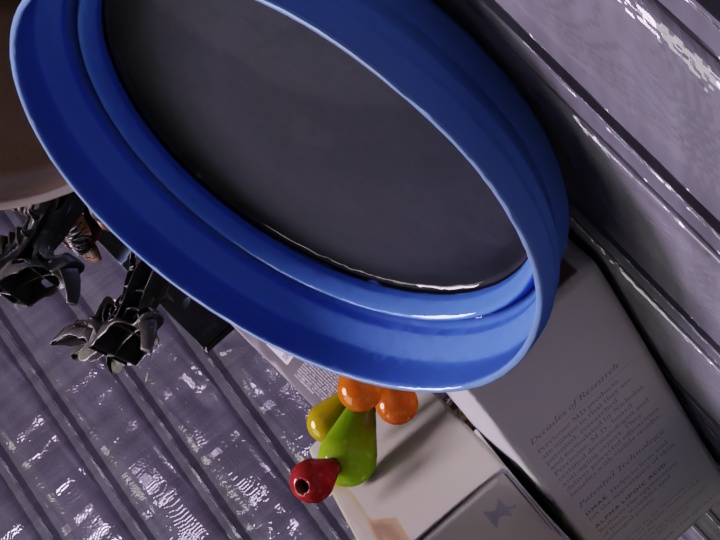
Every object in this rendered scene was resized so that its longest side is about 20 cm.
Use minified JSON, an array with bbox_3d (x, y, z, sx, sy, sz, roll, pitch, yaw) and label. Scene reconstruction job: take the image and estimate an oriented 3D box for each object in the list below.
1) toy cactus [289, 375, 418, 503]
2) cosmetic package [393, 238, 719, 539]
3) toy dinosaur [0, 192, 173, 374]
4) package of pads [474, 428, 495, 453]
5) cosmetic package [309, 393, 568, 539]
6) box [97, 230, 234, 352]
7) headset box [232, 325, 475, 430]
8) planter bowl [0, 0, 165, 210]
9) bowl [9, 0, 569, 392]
[{"bbox_3d":[0.000,0.000,0.794,0.165,0.102,0.201,-1,-103,-54],"label":"toy cactus"},{"bbox_3d":[0.076,0.044,0.724,0.102,0.074,0.200,46,178,43],"label":"cosmetic package"},{"bbox_3d":[-0.110,-0.040,0.731,0.102,0.136,0.200,27,161,-21],"label":"toy dinosaur"},{"bbox_3d":[0.064,0.142,0.972,0.068,0.200,0.155,43,177,9],"label":"package of pads"},{"bbox_3d":[0.045,0.121,0.787,0.105,0.071,0.200,50,179,-12],"label":"cosmetic package"},{"bbox_3d":[-0.110,-0.074,1.131,0.200,0.164,0.086,51,177,-39],"label":"box"},{"bbox_3d":[0.014,0.032,1.023,0.149,0.077,0.200,44,-165,25],"label":"headset box"},{"bbox_3d":[-0.149,-0.142,0.675,0.200,0.200,0.135,49,-159,-20],"label":"planter bowl"},{"bbox_3d":[-0.022,-0.037,0.571,0.200,0.039,0.201,24,151,15],"label":"bowl"}]
